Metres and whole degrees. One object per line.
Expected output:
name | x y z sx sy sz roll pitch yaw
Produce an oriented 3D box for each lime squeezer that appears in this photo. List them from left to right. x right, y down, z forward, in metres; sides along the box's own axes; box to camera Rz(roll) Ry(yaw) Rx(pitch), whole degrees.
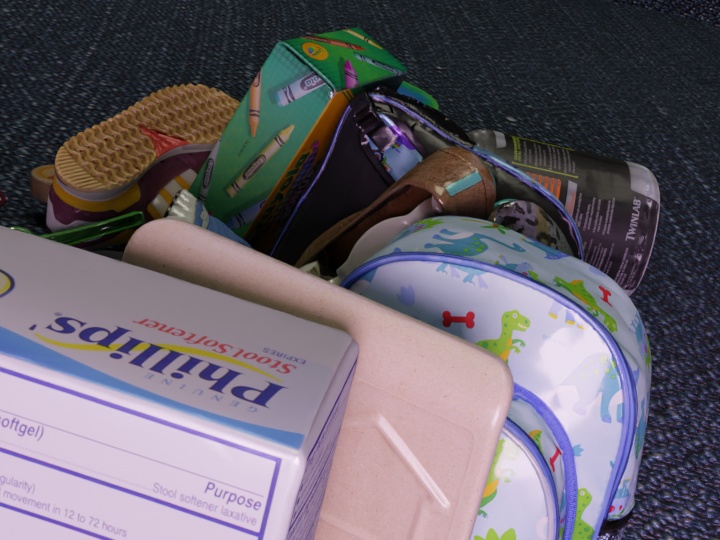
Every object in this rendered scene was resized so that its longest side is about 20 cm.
lime squeezer | -0.243 0.002 0.925 0.199 0.038 0.070 -26 35 -35

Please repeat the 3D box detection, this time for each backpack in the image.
backpack | 0.051 -0.008 0.969 0.199 0.184 0.135 28 6 4
backpack | 0.047 0.087 0.680 0.181 0.202 0.147 21 17 15

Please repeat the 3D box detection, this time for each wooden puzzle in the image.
wooden puzzle | -0.036 0.097 0.615 0.184 0.202 0.046 22 19 20

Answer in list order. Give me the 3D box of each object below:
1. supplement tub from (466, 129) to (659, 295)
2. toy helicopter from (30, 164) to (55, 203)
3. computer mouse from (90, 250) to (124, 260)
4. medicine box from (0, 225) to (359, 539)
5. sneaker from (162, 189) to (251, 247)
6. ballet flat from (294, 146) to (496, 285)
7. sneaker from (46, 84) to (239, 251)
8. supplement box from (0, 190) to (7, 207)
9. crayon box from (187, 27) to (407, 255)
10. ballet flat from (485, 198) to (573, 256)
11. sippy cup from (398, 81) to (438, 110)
supplement tub | 0.147 -0.050 1.199 0.198 0.124 0.123 12 21 -5
toy helicopter | -0.184 -0.084 1.141 0.199 0.080 0.132 -11 31 -40
computer mouse | -0.175 0.029 0.897 0.137 0.053 0.200 19 22 15
medicine box | -0.114 0.106 0.542 0.180 0.202 0.103 17 21 6
sneaker | -0.100 0.021 0.850 0.089 0.079 0.201 28 28 -8
ballet flat | 0.000 0.000 0.836 0.068 0.200 0.072 55 34 4
sneaker | -0.159 -0.073 1.052 0.075 0.091 0.199 40 41 21
supplement box | -0.294 -0.002 0.807 0.061 0.108 0.200 50 18 -12
crayon box | -0.060 -0.081 1.030 0.058 0.201 0.119 42 29 12
ballet flat | 0.117 0.046 0.865 0.071 0.202 0.072 -9 40 7
sippy cup | -0.012 -0.097 1.203 0.177 0.132 0.139 -10 32 -45
